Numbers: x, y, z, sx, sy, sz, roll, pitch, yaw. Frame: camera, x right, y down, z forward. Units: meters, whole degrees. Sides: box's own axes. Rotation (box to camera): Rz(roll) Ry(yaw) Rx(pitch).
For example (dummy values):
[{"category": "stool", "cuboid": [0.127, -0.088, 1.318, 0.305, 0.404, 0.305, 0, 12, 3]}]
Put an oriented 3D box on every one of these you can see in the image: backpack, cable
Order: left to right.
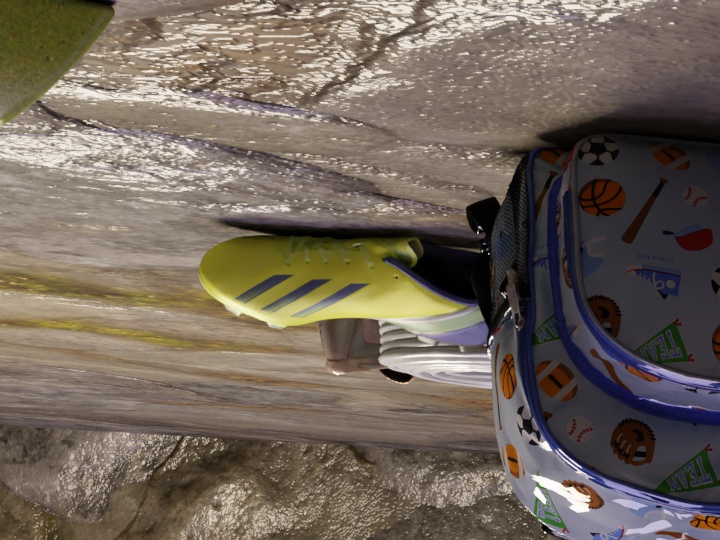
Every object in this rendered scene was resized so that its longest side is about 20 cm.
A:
[{"category": "cable", "cuboid": [0.109, 0.047, 1.539, 0.200, 0.069, 0.200, 1, 171, 26]}, {"category": "backpack", "cuboid": [0.150, 0.037, 1.027, 0.200, 0.191, 0.154, 4, 156, -1]}]

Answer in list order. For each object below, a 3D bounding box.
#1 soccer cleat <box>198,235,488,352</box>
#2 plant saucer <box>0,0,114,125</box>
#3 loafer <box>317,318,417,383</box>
[{"category": "soccer cleat", "cuboid": [0.000, -0.001, 1.367, 0.200, 0.065, 0.084, 9, 142, -3]}, {"category": "plant saucer", "cuboid": [-0.229, -0.084, 0.881, 0.200, 0.048, 0.200, 9, 171, -29]}, {"category": "loafer", "cuboid": [0.021, 0.061, 1.709, 0.072, 0.063, 0.200, -1, 170, 28]}]
